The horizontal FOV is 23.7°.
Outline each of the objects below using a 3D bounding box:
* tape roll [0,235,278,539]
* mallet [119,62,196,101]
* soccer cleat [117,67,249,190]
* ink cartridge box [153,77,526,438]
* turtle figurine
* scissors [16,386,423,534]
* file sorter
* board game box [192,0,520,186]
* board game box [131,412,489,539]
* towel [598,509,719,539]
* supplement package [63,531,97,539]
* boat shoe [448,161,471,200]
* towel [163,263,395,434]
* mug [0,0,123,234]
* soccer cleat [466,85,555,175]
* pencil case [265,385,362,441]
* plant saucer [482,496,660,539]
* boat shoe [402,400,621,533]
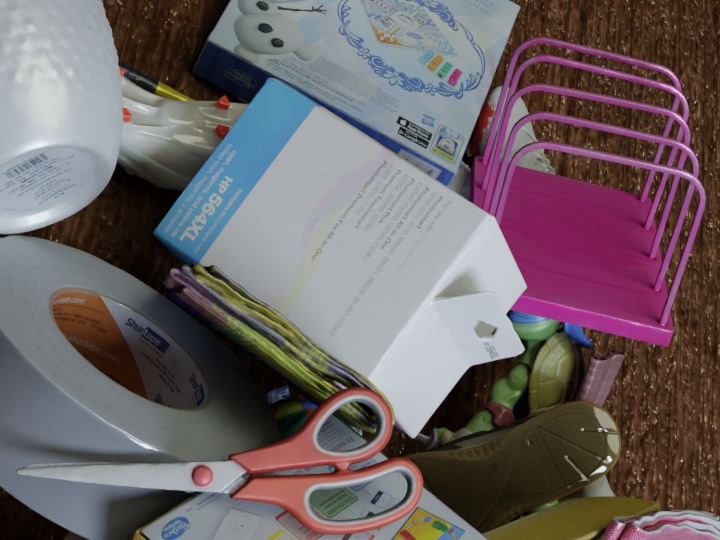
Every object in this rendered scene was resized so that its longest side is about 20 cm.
[{"bbox_3d":[-0.144,0.067,0.956,0.200,0.066,0.200,34,16,-11],"label":"tape roll"},{"bbox_3d":[-0.127,-0.123,1.147,0.200,0.066,0.041,28,49,-30],"label":"mallet"},{"bbox_3d":[-0.149,-0.091,1.113,0.199,0.078,0.069,15,51,-15],"label":"soccer cleat"},{"bbox_3d":[0.000,0.000,1.061,0.200,0.125,0.129,35,-8,25],"label":"ink cartridge box"},{"bbox_3d":[0.099,0.104,1.237,0.144,0.199,0.194,-85,159,-67],"label":"turtle figurine"},{"bbox_3d":[-0.066,0.109,0.859,0.199,0.014,0.073,-11,83,-16],"label":"scissors"},{"bbox_3d":[0.157,-0.065,1.187,0.139,0.126,0.200,13,29,-2],"label":"file sorter"},{"bbox_3d":[0.003,-0.172,1.271,0.200,0.043,0.199,28,49,-5],"label":"board game box"},{"bbox_3d":[0.003,0.172,0.866,0.200,0.040,0.153,38,41,24],"label":"board game box"},{"bbox_3d":[0.148,0.236,1.116,0.030,0.200,0.146,44,19,29],"label":"towel"},{"bbox_3d":[-0.090,0.240,0.920,0.200,0.117,0.117,31,11,-28],"label":"supplement package"},{"bbox_3d":[0.033,-0.032,1.254,0.069,0.071,0.200,55,33,-5],"label":"boat shoe"},{"bbox_3d":[-0.051,0.042,0.981,0.143,0.200,0.023,36,83,-5],"label":"towel"},{"bbox_3d":[-0.235,-0.107,0.975,0.200,0.148,0.176,-22,67,-8],"label":"mug"},{"bbox_3d":[0.132,-0.063,1.348,0.069,0.085,0.200,25,54,-36],"label":"soccer cleat"},{"bbox_3d":[-0.011,0.150,1.027,0.088,0.088,0.200,27,14,-32],"label":"pencil case"},{"bbox_3d":[0.080,0.226,1.094,0.200,0.200,0.048,-11,46,-46],"label":"plant saucer"},{"bbox_3d":[0.078,0.145,1.139,0.065,0.200,0.073,51,21,-78],"label":"boat shoe"}]
